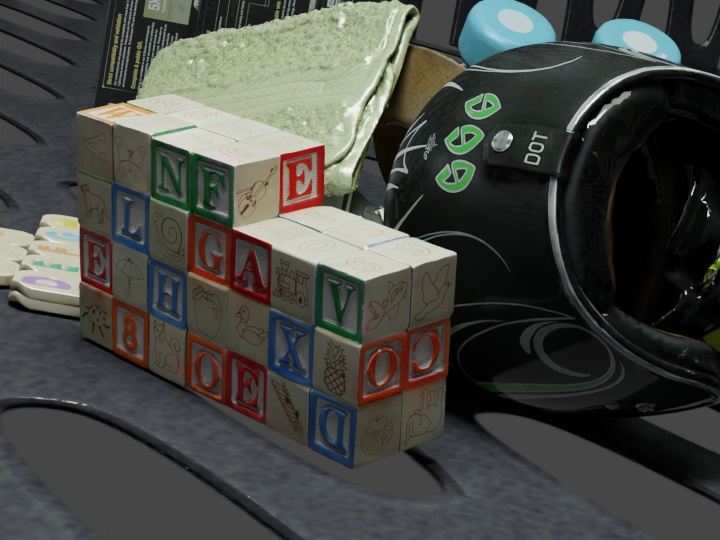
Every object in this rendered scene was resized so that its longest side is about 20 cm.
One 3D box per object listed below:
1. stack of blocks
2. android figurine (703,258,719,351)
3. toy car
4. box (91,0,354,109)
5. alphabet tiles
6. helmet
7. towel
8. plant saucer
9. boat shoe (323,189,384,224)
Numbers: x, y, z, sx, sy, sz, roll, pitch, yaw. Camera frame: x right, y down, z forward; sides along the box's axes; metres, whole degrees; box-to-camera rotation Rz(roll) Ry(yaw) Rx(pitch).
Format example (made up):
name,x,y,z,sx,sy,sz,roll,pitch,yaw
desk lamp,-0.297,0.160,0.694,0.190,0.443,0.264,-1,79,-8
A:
name,x,y,z,sx,sy,sz,roll,pitch,yaw
stack of blocks,-0.048,-0.001,0.879,0.058,0.116,0.199,-16,27,-41
android figurine,0.271,0.024,1.041,0.181,0.041,0.200,-3,-27,22
toy car,0.126,-0.040,1.252,0.176,0.185,0.201,8,40,-16
box,-0.095,-0.137,1.313,0.163,0.201,0.086,9,12,-4
alphabet tiles,-0.138,-0.001,1.076,0.194,0.015,0.200,10,12,-6
helmet,0.107,-0.020,0.961,0.199,0.201,0.190,5,-4,-27
towel,-0.065,-0.093,1.132,0.199,0.149,0.037,-7,-42,34
plant saucer,0.066,-0.040,1.144,0.035,0.201,0.200,-37,31,-16
boat shoe,0.000,0.000,1.080,0.063,0.071,0.200,9,19,-3
